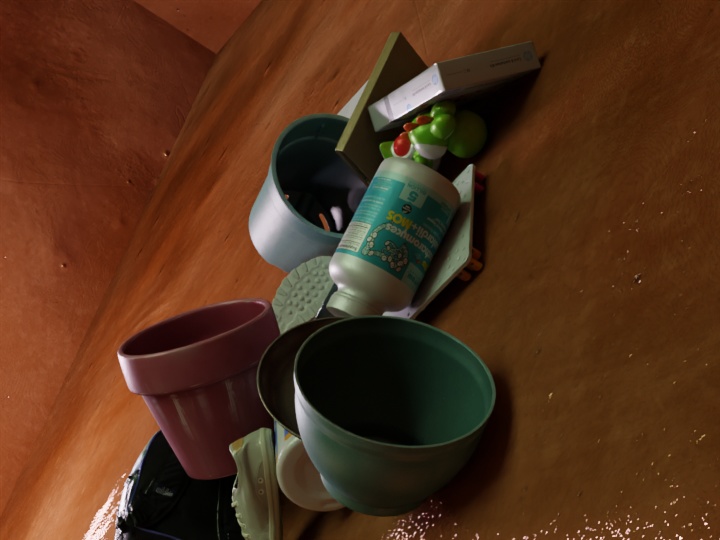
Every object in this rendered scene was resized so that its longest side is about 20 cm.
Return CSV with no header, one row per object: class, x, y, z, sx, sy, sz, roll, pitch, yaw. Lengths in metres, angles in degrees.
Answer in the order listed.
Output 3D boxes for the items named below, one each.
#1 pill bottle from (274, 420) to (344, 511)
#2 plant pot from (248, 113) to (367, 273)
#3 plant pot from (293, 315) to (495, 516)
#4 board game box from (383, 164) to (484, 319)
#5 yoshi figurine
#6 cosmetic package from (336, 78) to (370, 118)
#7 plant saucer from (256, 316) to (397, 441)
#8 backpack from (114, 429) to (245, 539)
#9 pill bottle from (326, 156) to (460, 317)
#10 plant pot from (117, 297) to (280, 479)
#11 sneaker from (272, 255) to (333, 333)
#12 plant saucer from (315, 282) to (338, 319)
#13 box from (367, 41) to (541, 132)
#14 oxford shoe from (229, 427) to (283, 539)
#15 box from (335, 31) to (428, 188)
pill bottle,-0.047,0.183,1.573,0.112,0.112,0.200,-53,18,18
plant pot,-0.069,-0.099,1.994,0.196,0.199,0.201,-48,19,57
plant pot,0.025,0.158,1.332,0.201,0.198,0.135,-86,5,-55
board game box,0.086,-0.009,1.663,0.200,0.026,0.201,-48,20,34
yoshi figurine,0.106,-0.158,1.783,0.112,0.113,0.200,-30,-10,-25
cosmetic package,0.020,-0.221,2.064,0.200,0.101,0.072,-42,23,41
plant saucer,-0.017,0.131,1.490,0.201,0.198,0.032,-79,-4,-47
backpack,-0.225,0.312,1.737,0.201,0.182,0.147,-83,17,-49
pill bottle,0.034,-0.027,1.610,0.201,0.110,0.111,-63,18,-11
plant pot,-0.182,0.152,1.657,0.198,0.180,0.200,-15,12,3
sneaker,-0.088,0.066,1.936,0.201,0.076,0.080,-54,-21,6
plant saucer,0.000,0.000,1.805,0.202,0.039,0.201,-61,-2,-4
box,0.121,-0.242,1.765,0.155,0.041,0.200,-17,-3,-28
oxford shoe,-0.121,0.282,1.563,0.075,0.057,0.202,-109,13,-76
box,0.049,-0.209,1.887,0.021,0.163,0.201,11,68,39
